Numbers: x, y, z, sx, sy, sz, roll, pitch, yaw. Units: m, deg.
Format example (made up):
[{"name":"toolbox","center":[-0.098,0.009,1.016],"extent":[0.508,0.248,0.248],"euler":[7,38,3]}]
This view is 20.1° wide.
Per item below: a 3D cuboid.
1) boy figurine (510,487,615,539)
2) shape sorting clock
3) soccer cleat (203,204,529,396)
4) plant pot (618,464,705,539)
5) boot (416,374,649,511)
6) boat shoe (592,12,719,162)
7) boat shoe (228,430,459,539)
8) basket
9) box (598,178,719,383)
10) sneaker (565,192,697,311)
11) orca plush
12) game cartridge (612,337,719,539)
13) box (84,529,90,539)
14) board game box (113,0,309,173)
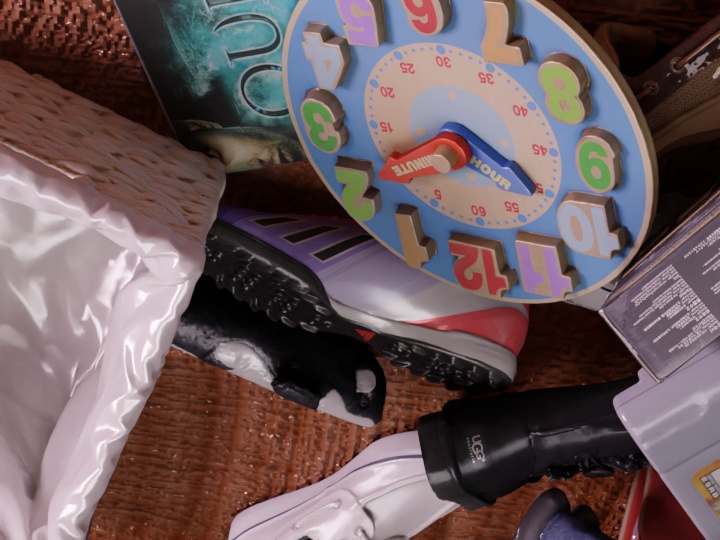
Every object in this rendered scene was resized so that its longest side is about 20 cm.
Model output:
[{"name":"boy figurine","center":[0.172,0.188,1.061],"extent":[0.065,0.199,0.124],"euler":[-57,145,-1]},{"name":"shape sorting clock","center":[0.047,-0.063,0.961],"extent":[0.199,0.039,0.201],"euler":[23,143,18]},{"name":"soccer cleat","center":[0.000,0.000,1.103],"extent":[0.199,0.074,0.068],"euler":[23,159,-11]},{"name":"plant pot","center":[0.241,0.182,1.197],"extent":[0.176,0.201,0.201],"euler":[14,137,6]},{"name":"boot","center":[0.145,0.083,1.139],"extent":[0.199,0.066,0.165],"euler":[-16,178,11]},{"name":"boat shoe","center":[0.136,-0.090,1.003],"extent":[0.199,0.072,0.072],"euler":[-22,101,39]},{"name":"boat shoe","center":[-0.003,0.165,1.275],"extent":[0.199,0.066,0.073],"euler":[-31,126,32]},{"name":"basket","center":[-0.189,0.013,0.996],"extent":[0.197,0.161,0.201],"euler":[25,108,-4]},{"name":"box","center":[0.206,-0.042,0.937],"extent":[0.200,0.161,0.049],"euler":[-41,88,17]},{"name":"sneaker","center":[0.198,0.006,1.097],"extent":[0.198,0.077,0.081],"euler":[14,154,-9]},{"name":"orca plush","center":[-0.065,0.021,1.151],"extent":[0.199,0.072,0.105],"euler":[24,179,-6]},{"name":"game cartridge","center":[0.223,0.090,1.031],"extent":[0.133,0.042,0.200],"euler":[-29,133,12]},{"name":"box","center":[-0.251,0.093,1.233],"extent":[0.198,0.049,0.159],"euler":[11,137,-6]},{"name":"board game box","center":[-0.050,-0.132,0.992],"extent":[0.134,0.028,0.201],"euler":[-9,135,13]}]
